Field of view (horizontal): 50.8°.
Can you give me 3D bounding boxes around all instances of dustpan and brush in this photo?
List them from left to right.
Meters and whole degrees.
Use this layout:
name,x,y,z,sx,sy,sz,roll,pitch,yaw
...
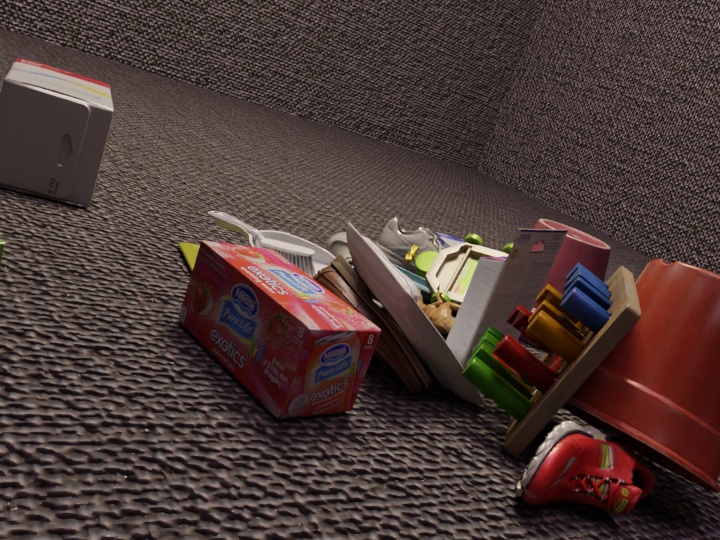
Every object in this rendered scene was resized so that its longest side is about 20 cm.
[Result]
name,x,y,z,sx,sy,sz,roll,pitch,yaw
dustpan and brush,-0.130,-0.034,1.069,0.197,0.058,0.140,17,22,14

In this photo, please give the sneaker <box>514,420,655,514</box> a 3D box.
name,x,y,z,sx,sy,sz,roll,pitch,yaw
sneaker,0.227,0.198,0.733,0.198,0.078,0.085,5,26,-44

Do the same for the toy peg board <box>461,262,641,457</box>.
name,x,y,z,sx,sy,sz,roll,pitch,yaw
toy peg board,0.207,0.071,0.851,0.097,0.200,0.200,37,19,6

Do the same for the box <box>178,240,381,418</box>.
name,x,y,z,sx,sy,sz,roll,pitch,yaw
box,-0.087,0.054,0.766,0.099,0.097,0.199,6,21,-46

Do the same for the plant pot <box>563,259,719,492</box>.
name,x,y,z,sx,sy,sz,roll,pitch,yaw
plant pot,0.348,0.107,0.852,0.199,0.197,0.201,30,-5,3

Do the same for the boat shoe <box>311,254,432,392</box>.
name,x,y,z,sx,sy,sz,roll,pitch,yaw
boat shoe,0.006,0.074,0.887,0.200,0.068,0.072,51,-6,33

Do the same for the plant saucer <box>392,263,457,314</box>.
name,x,y,z,sx,sy,sz,roll,pitch,yaw
plant saucer,0.107,0.032,1.255,0.198,0.019,0.070,25,16,17

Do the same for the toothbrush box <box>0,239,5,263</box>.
name,x,y,z,sx,sy,sz,roll,pitch,yaw
toothbrush box,-0.411,-0.011,0.586,0.145,0.087,0.199,29,18,28

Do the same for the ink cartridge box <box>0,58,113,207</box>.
name,x,y,z,sx,sy,sz,roll,pitch,yaw
ink cartridge box,-0.442,-0.201,1.084,0.143,0.147,0.200,13,16,-25

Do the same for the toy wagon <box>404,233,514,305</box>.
name,x,y,z,sx,sy,sz,roll,pitch,yaw
toy wagon,0.166,0.006,1.213,0.198,0.040,0.156,16,49,23

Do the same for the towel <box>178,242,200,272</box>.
name,x,y,z,sx,sy,sz,roll,pitch,yaw
towel,-0.174,0.007,0.968,0.085,0.018,0.200,13,16,-29

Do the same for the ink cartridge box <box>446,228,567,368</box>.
name,x,y,z,sx,sy,sz,roll,pitch,yaw
ink cartridge box,0.198,0.028,1.035,0.043,0.202,0.195,28,16,28

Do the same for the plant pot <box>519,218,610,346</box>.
name,x,y,z,sx,sy,sz,roll,pitch,yaw
plant pot,0.325,0.020,1.275,0.197,0.181,0.200,18,16,-5

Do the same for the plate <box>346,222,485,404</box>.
name,x,y,z,sx,sy,sz,roll,pitch,yaw
plate,0.056,0.057,0.907,0.201,0.032,0.200,54,-2,-34

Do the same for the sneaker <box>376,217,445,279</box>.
name,x,y,z,sx,sy,sz,roll,pitch,yaw
sneaker,0.118,-0.025,1.335,0.198,0.088,0.074,24,13,8

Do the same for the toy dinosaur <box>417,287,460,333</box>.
name,x,y,z,sx,sy,sz,roll,pitch,yaw
toy dinosaur,0.124,0.074,1.088,0.105,0.061,0.200,0,11,-18

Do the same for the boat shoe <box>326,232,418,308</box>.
name,x,y,z,sx,sy,sz,roll,pitch,yaw
boat shoe,0.000,0.000,1.135,0.069,0.072,0.200,9,26,-45

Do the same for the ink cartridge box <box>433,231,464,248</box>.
name,x,y,z,sx,sy,sz,roll,pitch,yaw
ink cartridge box,0.234,-0.018,1.555,0.118,0.042,0.200,13,20,-27
